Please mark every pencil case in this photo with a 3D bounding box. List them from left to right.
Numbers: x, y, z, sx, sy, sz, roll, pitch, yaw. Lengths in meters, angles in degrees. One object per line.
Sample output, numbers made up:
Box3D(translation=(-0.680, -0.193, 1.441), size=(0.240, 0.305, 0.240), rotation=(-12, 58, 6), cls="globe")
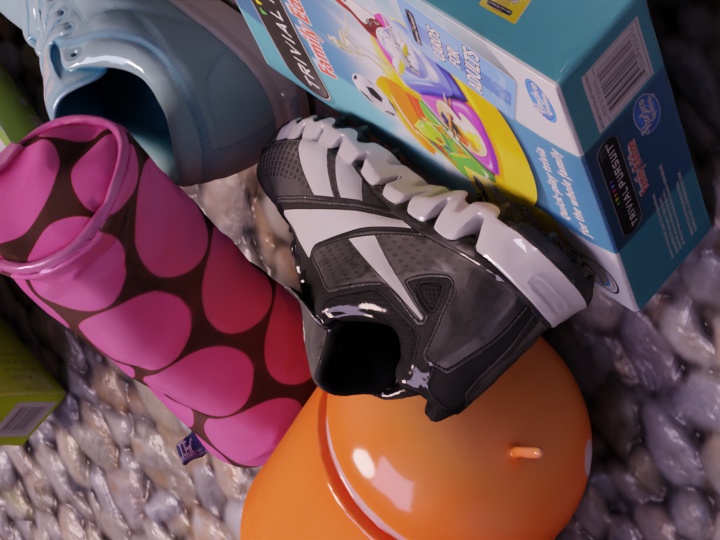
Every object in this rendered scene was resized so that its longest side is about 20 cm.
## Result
Box3D(translation=(-0.087, 0.010, 1.075), size=(0.094, 0.091, 0.200), rotation=(44, 176, 40), cls="pencil case")

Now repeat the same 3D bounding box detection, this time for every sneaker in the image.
Box3D(translation=(-0.117, -0.099, 1.108), size=(0.199, 0.082, 0.074), rotation=(30, 135, 35), cls="sneaker")
Box3D(translation=(0.000, 0.000, 0.966), size=(0.066, 0.091, 0.200), rotation=(45, 171, -35), cls="sneaker")

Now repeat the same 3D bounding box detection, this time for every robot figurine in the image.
Box3D(translation=(0.023, 0.091, 1.040), size=(0.116, 0.144, 0.200), rotation=(36, 139, 2), cls="robot figurine")

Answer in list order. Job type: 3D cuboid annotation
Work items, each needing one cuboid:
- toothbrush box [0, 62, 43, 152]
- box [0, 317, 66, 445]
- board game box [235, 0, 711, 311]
Box3D(translation=(-0.264, -0.093, 1.232), size=(0.201, 0.145, 0.086), rotation=(55, -172, 8), cls="toothbrush box")
Box3D(translation=(-0.256, 0.010, 1.339), size=(0.048, 0.122, 0.200), rotation=(-47, 73, 14), cls="box")
Box3D(translation=(0.026, -0.085, 0.915), size=(0.200, 0.047, 0.151), rotation=(35, 165, 31), cls="board game box")
